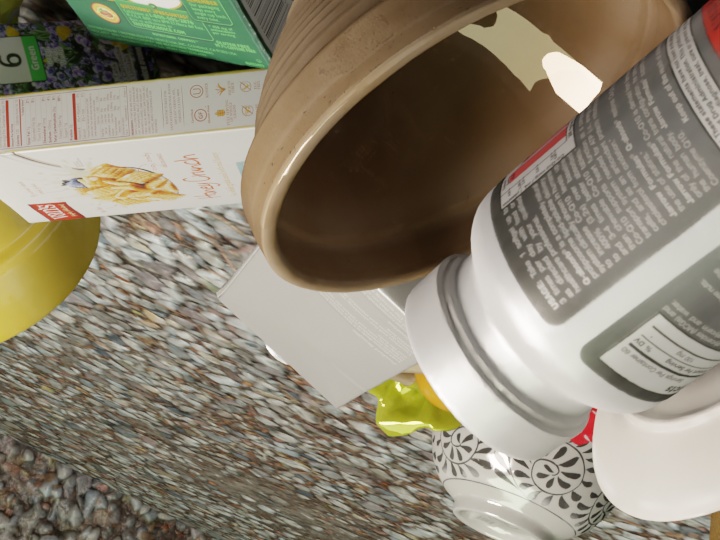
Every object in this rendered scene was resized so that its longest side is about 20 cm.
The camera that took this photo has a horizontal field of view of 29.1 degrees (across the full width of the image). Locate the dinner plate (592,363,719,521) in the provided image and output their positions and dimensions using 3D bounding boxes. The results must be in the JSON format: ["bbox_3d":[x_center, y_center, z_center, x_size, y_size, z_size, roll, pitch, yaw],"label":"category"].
[{"bbox_3d":[0.169,0.021,0.606,0.024,0.200,0.200,41,157,-16],"label":"dinner plate"}]

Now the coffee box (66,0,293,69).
[{"bbox_3d":[-0.115,-0.176,0.658,0.123,0.044,0.200,14,158,26],"label":"coffee box"}]

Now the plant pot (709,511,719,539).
[{"bbox_3d":[0.234,0.138,0.624,0.186,0.201,0.186,21,162,7],"label":"plant pot"}]

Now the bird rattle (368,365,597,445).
[{"bbox_3d":[0.083,0.077,0.938,0.199,0.113,0.163,17,176,31],"label":"bird rattle"}]

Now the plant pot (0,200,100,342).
[{"bbox_3d":[-0.296,-0.076,0.936,0.200,0.201,0.189,16,143,22],"label":"plant pot"}]

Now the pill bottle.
[{"bbox_3d":[0.118,-0.014,0.565,0.116,0.116,0.200,34,122,-26],"label":"pill bottle"}]

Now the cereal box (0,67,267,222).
[{"bbox_3d":[-0.111,-0.068,0.782,0.199,0.040,0.144,-6,168,2],"label":"cereal box"}]

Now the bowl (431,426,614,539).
[{"bbox_3d":[0.138,0.185,1.219,0.200,0.094,0.201,22,160,9],"label":"bowl"}]

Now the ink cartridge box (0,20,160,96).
[{"bbox_3d":[-0.226,-0.096,0.793,0.199,0.051,0.109,-10,167,-32],"label":"ink cartridge box"}]

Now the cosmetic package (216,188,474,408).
[{"bbox_3d":[0.000,0.000,0.758,0.107,0.090,0.200,44,161,-4],"label":"cosmetic package"}]

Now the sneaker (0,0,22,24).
[{"bbox_3d":[-0.278,-0.201,0.768,0.199,0.076,0.105,23,146,-8],"label":"sneaker"}]

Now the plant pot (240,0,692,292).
[{"bbox_3d":[0.030,-0.084,0.586,0.093,0.200,0.201,60,174,24],"label":"plant pot"}]
